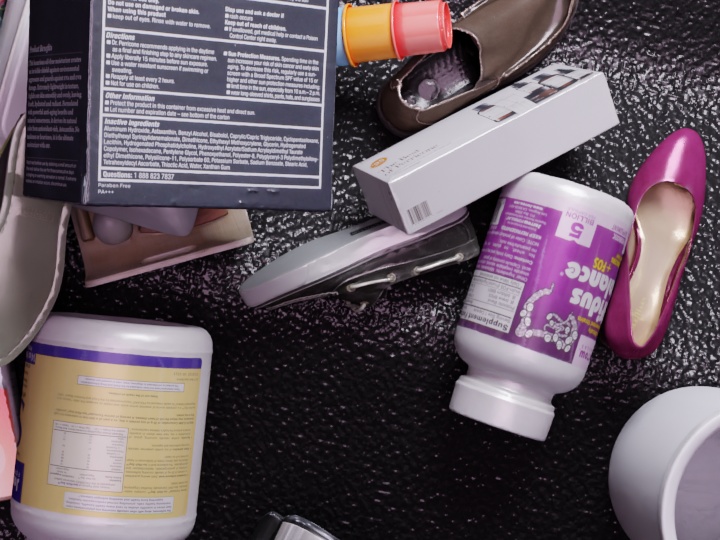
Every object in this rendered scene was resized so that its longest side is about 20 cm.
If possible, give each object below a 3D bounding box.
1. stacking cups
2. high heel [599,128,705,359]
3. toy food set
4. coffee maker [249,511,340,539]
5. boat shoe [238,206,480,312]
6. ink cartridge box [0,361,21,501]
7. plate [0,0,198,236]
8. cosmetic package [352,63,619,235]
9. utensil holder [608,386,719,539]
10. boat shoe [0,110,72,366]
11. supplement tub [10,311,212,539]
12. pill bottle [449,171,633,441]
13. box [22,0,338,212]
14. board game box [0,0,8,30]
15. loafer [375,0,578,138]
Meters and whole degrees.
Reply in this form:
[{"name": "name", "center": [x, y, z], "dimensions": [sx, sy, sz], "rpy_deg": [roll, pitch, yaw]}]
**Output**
[{"name": "stacking cups", "center": [-0.028, -0.185, 1.092], "dimensions": [0.199, 0.060, 0.061], "rpy_deg": [-4, 90, 17]}, {"name": "high heel", "center": [0.250, -0.023, 1.118], "dimensions": [0.067, 0.096, 0.201], "rpy_deg": [15, 89, -3]}, {"name": "toy food set", "center": [-0.181, -0.100, 1.115], "dimensions": [0.143, 0.060, 0.201], "rpy_deg": [-16, 91, -3]}, {"name": "coffee maker", "center": [-0.086, 0.299, 1.076], "dimensions": [0.135, 0.192, 0.200], "rpy_deg": [45, 65, -23]}, {"name": "boat shoe", "center": [0.000, 0.000, 1.117], "dimensions": [0.199, 0.071, 0.064], "rpy_deg": [-21, 105, 5]}, {"name": "ink cartridge box", "center": [-0.377, 0.119, 1.109], "dimensions": [0.199, 0.050, 0.163], "rpy_deg": [-11, 90, -6]}, {"name": "plate", "center": [-0.205, -0.146, 1.078], "dimensions": [0.198, 0.032, 0.201], "rpy_deg": [14, 87, 8]}, {"name": "cosmetic package", "center": [0.099, -0.102, 1.098], "dimensions": [0.199, 0.083, 0.051], "rpy_deg": [-28, 110, -13]}, {"name": "utensil holder", "center": [0.291, 0.174, 1.067], "dimensions": [0.169, 0.200, 0.171], "rpy_deg": [0, 90, -3]}, {"name": "boat shoe", "center": [-0.255, -0.026, 1.032], "dimensions": [0.071, 0.061, 0.202], "rpy_deg": [18, 91, -19]}, {"name": "supplement tub", "center": [-0.195, 0.138, 1.070], "dimensions": [0.144, 0.145, 0.201], "rpy_deg": [6, 89, -3]}, {"name": "pill bottle", "center": [0.141, 0.030, 1.104], "dimensions": [0.112, 0.112, 0.201], "rpy_deg": [18, 89, -3]}, {"name": "box", "center": [-0.127, -0.146, 0.983], "dimensions": [0.199, 0.123, 0.200], "rpy_deg": [0, 96, -35]}, {"name": "board game box", "center": [-0.316, -0.230, 1.066], "dimensions": [0.064, 0.148, 0.201], "rpy_deg": [15, 89, 0]}, {"name": "loafer", "center": [0.102, -0.180, 1.125], "dimensions": [0.200, 0.071, 0.073], "rpy_deg": [-41, 92, -3]}]
